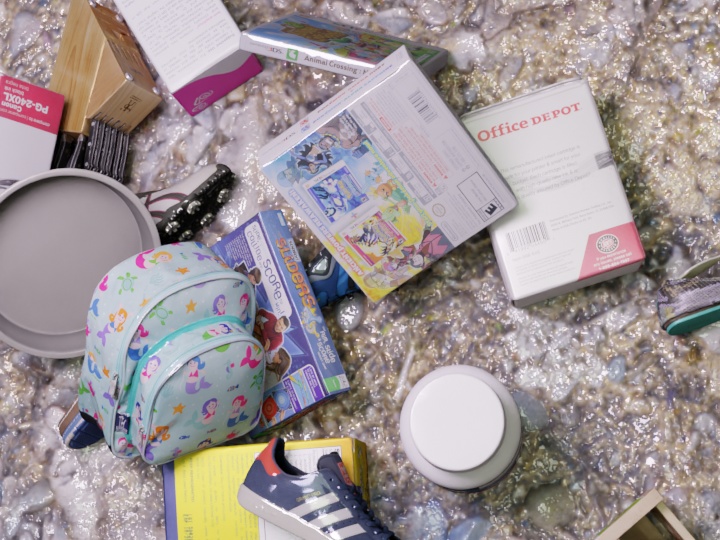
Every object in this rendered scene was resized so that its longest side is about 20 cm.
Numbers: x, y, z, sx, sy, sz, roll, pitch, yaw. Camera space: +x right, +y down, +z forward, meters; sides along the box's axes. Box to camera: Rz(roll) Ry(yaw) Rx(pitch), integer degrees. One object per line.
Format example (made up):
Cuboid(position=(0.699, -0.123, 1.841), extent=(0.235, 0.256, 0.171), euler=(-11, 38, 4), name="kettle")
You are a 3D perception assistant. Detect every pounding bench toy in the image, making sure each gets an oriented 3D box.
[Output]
Cuboid(position=(0.260, 0.337, 1.506), extent=(0.200, 0.124, 0.156), euler=(-40, 78, -1), name="pounding bench toy")

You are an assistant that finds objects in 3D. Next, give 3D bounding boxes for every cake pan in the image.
Cuboid(position=(-0.302, -0.010, 1.578), extent=(0.198, 0.037, 0.203), euler=(-7, 111, -17), name="cake pan")

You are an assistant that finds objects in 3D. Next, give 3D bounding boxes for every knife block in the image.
Cuboid(position=(-0.308, -0.173, 1.692), extent=(0.175, 0.064, 0.201), euler=(-40, 59, 17), name="knife block")

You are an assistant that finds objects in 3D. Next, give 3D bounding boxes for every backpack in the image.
Cuboid(position=(-0.182, 0.080, 1.530), extent=(0.150, 0.176, 0.202), euler=(34, 128, 41), name="backpack")

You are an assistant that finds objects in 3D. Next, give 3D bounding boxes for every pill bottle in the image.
Cuboid(position=(0.099, 0.155, 1.519), extent=(0.118, 0.200, 0.121), euler=(-1, 79, 7), name="pill bottle")

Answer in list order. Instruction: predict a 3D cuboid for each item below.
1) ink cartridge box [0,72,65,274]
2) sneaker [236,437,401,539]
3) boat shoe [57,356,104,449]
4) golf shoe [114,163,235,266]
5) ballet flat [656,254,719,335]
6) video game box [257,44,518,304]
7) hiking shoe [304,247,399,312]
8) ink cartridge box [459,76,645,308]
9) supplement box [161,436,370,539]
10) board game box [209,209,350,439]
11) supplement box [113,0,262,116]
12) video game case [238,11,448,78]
Cuboid(position=(-0.399, -0.096, 1.651), extent=(0.144, 0.083, 0.202), euler=(0, 76, 51), name="ink cartridge box")
Cuboid(position=(-0.017, 0.223, 1.474), extent=(0.198, 0.075, 0.085), euler=(25, 89, 10), name="sneaker")
Cuboid(position=(-0.256, 0.098, 1.647), extent=(0.072, 0.072, 0.200), euler=(38, 84, 23), name="boat shoe")
Cuboid(position=(-0.227, -0.060, 1.663), extent=(0.199, 0.077, 0.088), euler=(-39, 72, -1), name="golf shoe")
Cuboid(position=(0.396, 0.010, 1.578), extent=(0.198, 0.072, 0.073), euler=(-13, 79, 3), name="ballet flat")
Cuboid(position=(0.028, -0.090, 1.524), extent=(0.181, 0.047, 0.200), euler=(-35, 119, 10), name="video game box")
Cuboid(position=(0.000, 0.000, 1.625), extent=(0.200, 0.074, 0.087), euler=(-45, 89, 5), name="hiking shoe")
Cuboid(position=(0.195, -0.080, 1.608), extent=(0.144, 0.085, 0.202), euler=(-17, 80, 4), name="ink cartridge box")
Cuboid(position=(-0.093, 0.233, 1.576), extent=(0.197, 0.110, 0.110), euler=(-5, 81, 7), name="supplement box")
Cuboid(position=(-0.098, 0.056, 1.606), extent=(0.135, 0.034, 0.202), euler=(-31, 76, 41), name="board game box")
Cuboid(position=(-0.202, -0.285, 1.685), extent=(0.103, 0.101, 0.201), euler=(-34, 78, 1), name="supplement box")
Cuboid(position=(-0.012, -0.229, 1.607), extent=(0.180, 0.200, 0.022), euler=(15, 108, 9), name="video game case")
